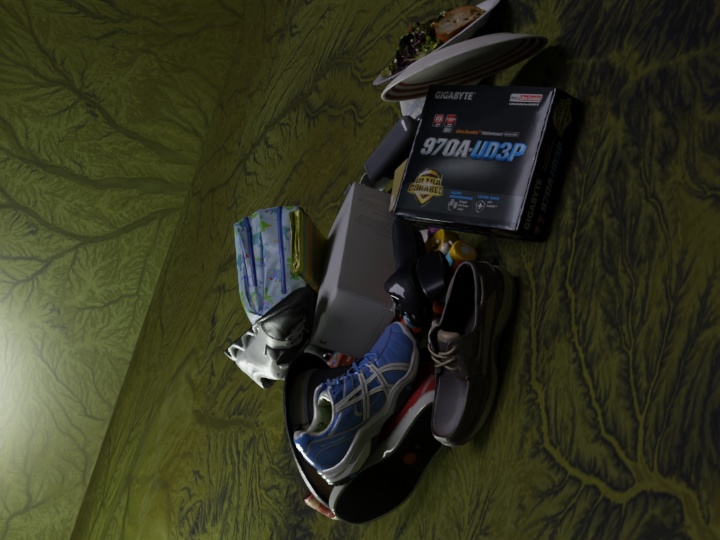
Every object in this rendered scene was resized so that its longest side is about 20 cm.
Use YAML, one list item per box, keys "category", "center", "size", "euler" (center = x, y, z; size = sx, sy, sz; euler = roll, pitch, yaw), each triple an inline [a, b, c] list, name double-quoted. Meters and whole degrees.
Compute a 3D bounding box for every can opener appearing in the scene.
- category: "can opener"
  center: [0.040, -0.125, 1.902]
  size: [0.200, 0.053, 0.067]
  euler: [-49, 58, 49]
- category: "can opener"
  center: [0.062, -0.001, 1.620]
  size: [0.200, 0.078, 0.064]
  euler: [-98, -12, -64]

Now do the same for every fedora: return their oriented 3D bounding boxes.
- category: "fedora"
  center: [-0.012, 0.185, 1.724]
  size: [0.091, 0.201, 0.201]
  euler: [-20, 43, 23]

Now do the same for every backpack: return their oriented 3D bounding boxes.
- category: "backpack"
  center: [-0.103, 0.010, 1.941]
  size: [0.163, 0.153, 0.201]
  euler: [55, -140, -70]

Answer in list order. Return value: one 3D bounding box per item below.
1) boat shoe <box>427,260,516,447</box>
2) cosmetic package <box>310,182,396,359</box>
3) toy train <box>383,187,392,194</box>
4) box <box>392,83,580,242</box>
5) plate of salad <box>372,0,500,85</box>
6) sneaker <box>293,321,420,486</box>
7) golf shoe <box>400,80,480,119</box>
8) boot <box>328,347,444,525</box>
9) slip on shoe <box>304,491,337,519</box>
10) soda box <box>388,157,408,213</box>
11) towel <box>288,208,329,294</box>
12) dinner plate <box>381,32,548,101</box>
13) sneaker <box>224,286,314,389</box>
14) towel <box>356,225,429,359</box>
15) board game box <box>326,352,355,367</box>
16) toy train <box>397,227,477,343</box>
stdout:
- category: "boat shoe"
  center: [0.102, 0.083, 1.509]
  size: [0.074, 0.073, 0.201]
  euler: [-4, 67, 47]
- category: "cosmetic package"
  center: [0.000, 0.000, 1.801]
  size: [0.201, 0.085, 0.108]
  euler: [-82, 15, -44]
- category: "toy train"
  center: [0.054, -0.088, 1.939]
  size: [0.200, 0.034, 0.046]
  euler: [-178, 101, -73]
- category: "box"
  center: [0.134, -0.120, 1.569]
  size: [0.200, 0.046, 0.160]
  euler: [11, 83, 50]
- category: "plate of salad"
  center: [0.093, -0.303, 1.853]
  size: [0.200, 0.048, 0.200]
  euler: [-34, 12, 8]
- category: "sneaker"
  center: [-0.001, 0.135, 1.588]
  size: [0.076, 0.077, 0.200]
  euler: [-16, 39, 58]
- category: "golf shoe"
  center: [0.110, -0.220, 1.869]
  size: [0.200, 0.078, 0.098]
  euler: [173, 88, -71]
- category: "boot"
  center: [0.033, 0.185, 1.638]
  size: [0.200, 0.072, 0.144]
  euler: [-50, 23, 15]
- category: "slip on shoe"
  center: [-0.028, 0.217, 1.846]
  size: [0.074, 0.061, 0.201]
  euler: [137, 148, -62]
- category: "soda box"
  center: [0.106, -0.124, 1.746]
  size: [0.200, 0.067, 0.064]
  euler: [138, 146, -59]
- category: "towel"
  center: [-0.052, -0.003, 1.873]
  size: [0.200, 0.018, 0.086]
  euler: [50, -144, -62]
- category: "dinner plate"
  center: [0.116, -0.236, 1.638]
  size: [0.200, 0.199, 0.024]
  euler: [-23, 84, 69]
- category: "sneaker"
  center: [-0.092, 0.087, 1.778]
  size: [0.074, 0.089, 0.200]
  euler: [-37, -4, -34]
- category: "towel"
  center: [0.048, 0.039, 1.828]
  size: [0.132, 0.034, 0.201]
  euler: [-163, 91, -73]
- category: "board game box"
  center: [-0.027, 0.120, 1.917]
  size: [0.200, 0.019, 0.103]
  euler: [-112, 46, -85]
- category: "toy train"
  center: [0.096, 0.028, 1.660]
  size: [0.200, 0.055, 0.151]
  euler: [-145, 70, -75]
